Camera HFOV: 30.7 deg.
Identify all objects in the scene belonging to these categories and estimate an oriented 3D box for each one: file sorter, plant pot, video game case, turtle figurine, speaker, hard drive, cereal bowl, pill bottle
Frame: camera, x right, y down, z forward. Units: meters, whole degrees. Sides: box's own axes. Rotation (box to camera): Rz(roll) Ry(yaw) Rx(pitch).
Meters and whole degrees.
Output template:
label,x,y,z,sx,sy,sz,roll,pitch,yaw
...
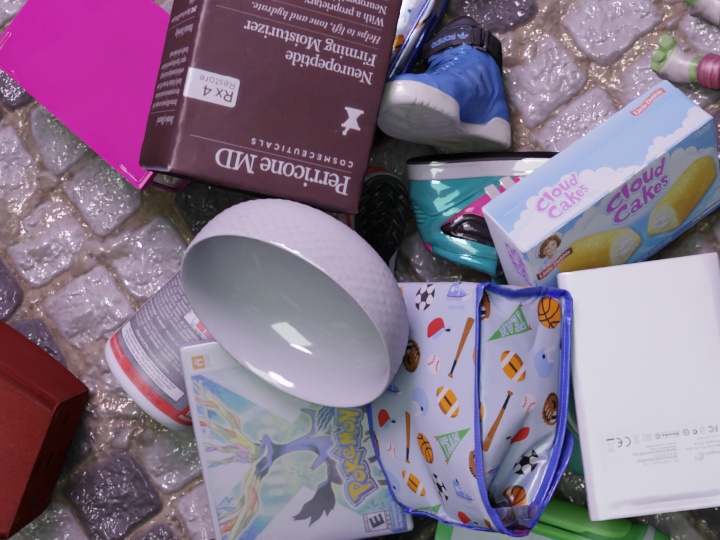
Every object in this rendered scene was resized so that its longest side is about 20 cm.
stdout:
label,x,y,z,sx,sy,sz,roll,pitch,yaw
file sorter,-0.220,-0.187,1.254,0.200,0.125,0.139,40,95,10
plant pot,-0.373,0.150,1.245,0.175,0.200,0.202,22,91,1
video game case,-0.056,0.149,1.172,0.180,0.022,0.202,-10,98,3
turtle figurine,0.341,-0.186,1.108,0.193,0.199,0.145,29,127,34
speaker,0.170,0.243,1.165,0.198,0.088,0.089,15,90,13
hard drive,0.239,0.095,1.070,0.130,0.026,0.203,-8,85,5
cereal bowl,-0.044,0.016,1.069,0.198,0.201,0.084,25,55,13
pill bottle,-0.133,0.044,1.228,0.200,0.116,0.116,-43,79,7

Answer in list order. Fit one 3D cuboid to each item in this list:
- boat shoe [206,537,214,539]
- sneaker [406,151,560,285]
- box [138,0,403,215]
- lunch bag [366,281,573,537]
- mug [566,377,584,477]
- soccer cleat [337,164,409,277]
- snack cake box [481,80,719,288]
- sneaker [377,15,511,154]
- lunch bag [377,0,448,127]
label,x,y,z,sx,sy,sz,roll,pitch,yaw
boat shoe,-0.138,0.358,1.241,0.066,0.057,0.203,-1,87,12
sneaker,0.141,-0.044,1.191,0.197,0.084,0.122,-1,101,-3
box,-0.077,-0.164,1.097,0.164,0.164,0.202,12,91,-18
lunch bag,0.089,0.112,1.098,0.123,0.169,0.203,4,86,-31
mug,0.228,0.094,1.145,0.151,0.114,0.187,22,92,13
soccer cleat,0.000,0.000,1.235,0.067,0.073,0.202,6,106,-16
snack cake box,0.211,-0.056,1.127,0.199,0.115,0.067,-35,50,-7
sneaker,0.071,-0.173,1.158,0.076,0.199,0.113,-10,79,34
lunch bag,-0.013,-0.225,1.239,0.159,0.076,0.201,30,93,10
